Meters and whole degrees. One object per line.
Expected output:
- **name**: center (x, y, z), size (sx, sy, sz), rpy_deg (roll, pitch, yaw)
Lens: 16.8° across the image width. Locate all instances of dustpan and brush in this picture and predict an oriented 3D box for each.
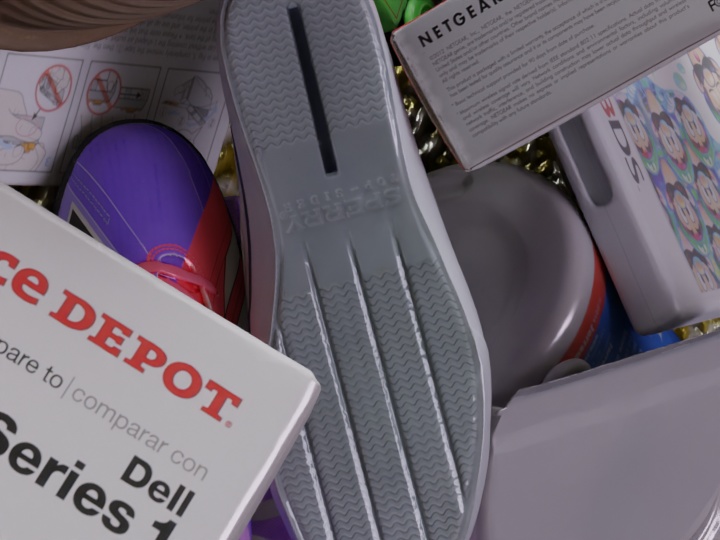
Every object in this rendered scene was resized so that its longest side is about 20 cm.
- **dustpan and brush**: center (0.065, 0.095, 0.857), size (0.139, 0.057, 0.201), rpy_deg (-15, 130, -36)

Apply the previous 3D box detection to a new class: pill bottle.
- **pill bottle**: center (0.075, 0.054, 0.940), size (0.200, 0.112, 0.113), rpy_deg (47, 61, -48)

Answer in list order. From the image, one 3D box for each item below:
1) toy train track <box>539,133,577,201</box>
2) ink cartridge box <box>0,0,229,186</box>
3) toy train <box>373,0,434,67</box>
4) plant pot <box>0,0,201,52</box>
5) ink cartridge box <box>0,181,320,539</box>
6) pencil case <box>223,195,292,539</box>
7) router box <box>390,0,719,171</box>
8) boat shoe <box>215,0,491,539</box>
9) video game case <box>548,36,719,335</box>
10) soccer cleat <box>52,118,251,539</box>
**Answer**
- **toy train track**: center (0.089, -0.073, 0.994), size (0.200, 0.032, 0.116), rpy_deg (15, 66, -60)
- **ink cartridge box**: center (-0.089, -0.100, 0.758), size (0.162, 0.057, 0.201), rpy_deg (0, 119, -53)
- **toy train**: center (0.019, -0.148, 0.839), size (0.057, 0.041, 0.201), rpy_deg (54, 39, -39)
- **plant pot**: center (-0.051, -0.145, 0.652), size (0.200, 0.092, 0.202), rpy_deg (-31, 135, -37)
- **ink cartridge box**: center (-0.121, 0.081, 0.634), size (0.201, 0.144, 0.084), rpy_deg (-59, 179, -19)
- **pencil case**: center (-0.026, 0.084, 0.808), size (0.085, 0.084, 0.202), rpy_deg (13, 74, -34)
- **router box**: center (0.127, -0.112, 0.759), size (0.049, 0.199, 0.179), rpy_deg (60, 25, -2)
- **boat shoe**: center (0.000, 0.000, 0.752), size (0.067, 0.073, 0.202), rpy_deg (-72, 156, -85)
- **video game case**: center (0.117, -0.071, 0.945), size (0.200, 0.024, 0.183), rpy_deg (-9, 73, -61)
- **soccer cleat**: center (-0.058, 0.050, 0.732), size (0.068, 0.073, 0.202), rpy_deg (2, 80, -17)
